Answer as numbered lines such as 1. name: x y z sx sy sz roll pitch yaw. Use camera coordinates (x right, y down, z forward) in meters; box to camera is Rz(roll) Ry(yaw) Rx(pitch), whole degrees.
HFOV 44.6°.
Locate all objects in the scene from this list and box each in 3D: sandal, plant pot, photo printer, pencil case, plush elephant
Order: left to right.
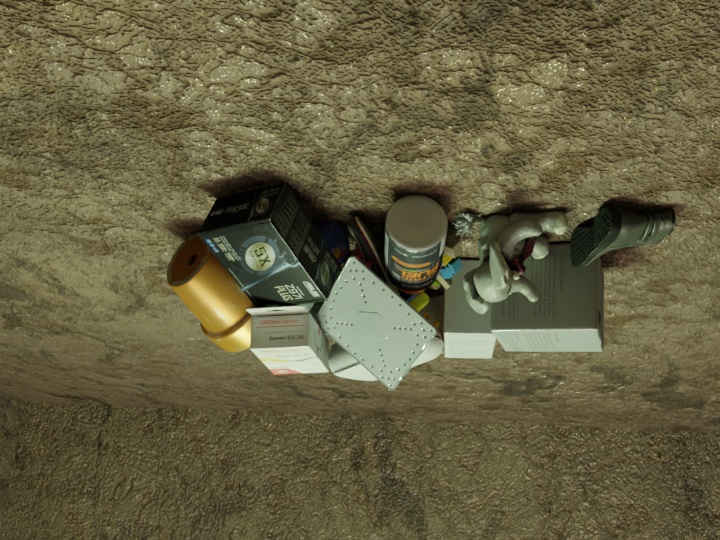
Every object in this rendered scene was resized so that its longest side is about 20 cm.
1. plant pot: -0.272 0.026 1.713 0.197 0.204 0.183 -11 142 39
2. pencil case: -0.079 -0.024 1.666 0.085 0.080 0.200 9 161 -11
3. photo printer: 0.057 0.155 1.725 0.197 0.071 0.165 -24 157 29
4. sandal: 0.080 0.025 1.743 0.088 0.079 0.200 54 177 -13
5. plush elephant: 0.250 -0.011 1.499 0.195 0.159 0.165 7 162 -9

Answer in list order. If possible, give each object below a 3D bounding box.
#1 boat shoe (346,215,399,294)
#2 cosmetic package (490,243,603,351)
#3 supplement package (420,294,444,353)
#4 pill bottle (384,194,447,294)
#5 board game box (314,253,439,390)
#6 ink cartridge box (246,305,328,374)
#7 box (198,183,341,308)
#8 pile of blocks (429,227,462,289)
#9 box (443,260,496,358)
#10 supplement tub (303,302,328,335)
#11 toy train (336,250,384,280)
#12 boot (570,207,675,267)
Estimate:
1. boat shoe: 0.015 -0.005 1.588 0.061 0.072 0.202 -22 122 7
2. cosmetic package: 0.357 0.055 1.660 0.195 0.169 0.165 -2 162 19
3. supplement package: 0.114 0.136 1.902 0.118 0.124 0.198 -22 173 34
4. pill bottle: 0.092 -0.034 1.511 0.103 0.109 0.201 3 153 3
5. board game box: 0.027 0.094 1.582 0.199 0.026 0.201 41 136 9
6. ink cartridge box: -0.135 0.131 1.630 0.113 0.069 0.201 -4 155 11
7. box: -0.154 -0.036 1.518 0.161 0.087 0.201 -7 133 32
8. pile of blocks: 0.162 -0.021 1.630 0.082 0.062 0.200 49 159 1
9. box: 0.221 0.082 1.792 0.103 0.156 0.201 0 161 6
10. supplement tub: -0.090 0.064 1.861 0.120 0.126 0.199 -9 157 36
11. toy train: 0.000 0.000 1.652 0.197 0.042 0.057 -26 160 -17
12. boot: 0.444 -0.051 1.495 0.127 0.069 0.200 1 164 -10
